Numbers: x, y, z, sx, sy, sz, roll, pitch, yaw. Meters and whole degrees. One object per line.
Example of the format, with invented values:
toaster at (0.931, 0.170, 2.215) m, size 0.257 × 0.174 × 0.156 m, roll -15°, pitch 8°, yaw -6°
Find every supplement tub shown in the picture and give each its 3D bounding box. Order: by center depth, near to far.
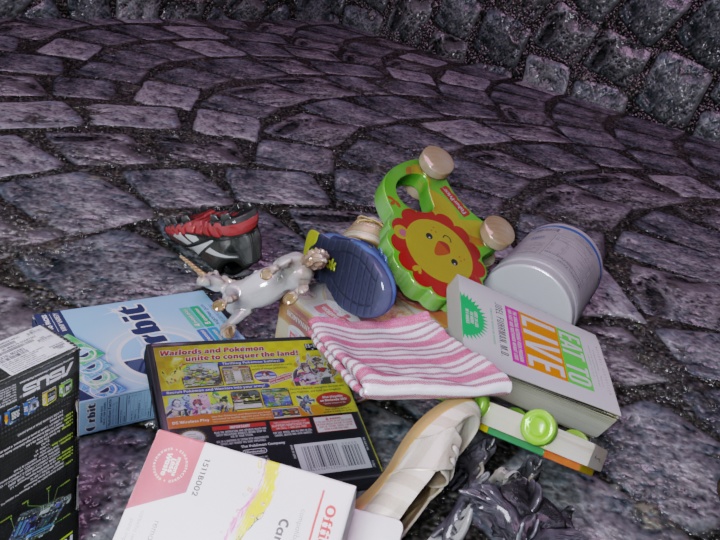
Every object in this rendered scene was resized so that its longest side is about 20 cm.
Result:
supplement tub at (0.252, 0.021, 1.061) m, size 0.131 × 0.133 × 0.200 m, roll 21°, pitch 28°, yaw 21°

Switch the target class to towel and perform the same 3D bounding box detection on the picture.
towel at (0.039, 0.080, 0.756) m, size 0.145 × 0.030 × 0.200 m, roll 0°, pitch 13°, yaw -19°

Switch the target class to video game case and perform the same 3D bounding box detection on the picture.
video game case at (-0.096, 0.140, 0.744) m, size 0.199 × 0.026 × 0.181 m, roll 0°, pitch 43°, yaw -26°

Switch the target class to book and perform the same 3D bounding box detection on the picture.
book at (0.190, 0.094, 0.873) m, size 0.199 × 0.048 × 0.134 m, roll 22°, pitch 40°, yaw -16°

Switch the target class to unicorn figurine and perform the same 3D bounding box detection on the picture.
unicorn figurine at (-0.122, 0.019, 0.866) m, size 0.198 × 0.074 × 0.137 m, roll -10°, pitch 15°, yaw 8°

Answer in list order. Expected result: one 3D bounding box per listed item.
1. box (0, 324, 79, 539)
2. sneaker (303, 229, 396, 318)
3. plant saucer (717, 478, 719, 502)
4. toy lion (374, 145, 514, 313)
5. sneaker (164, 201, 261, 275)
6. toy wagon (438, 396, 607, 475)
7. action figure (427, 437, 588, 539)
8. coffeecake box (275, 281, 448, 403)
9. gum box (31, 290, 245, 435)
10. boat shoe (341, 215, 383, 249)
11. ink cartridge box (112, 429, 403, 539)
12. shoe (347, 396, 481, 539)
box at (-0.275, 0.158, 0.500) m, size 0.047 × 0.194 × 0.200 m, roll 25°, pitch 30°, yaw 24°
sneaker at (0.000, 0.000, 0.882) m, size 0.082 × 0.074 × 0.200 m, roll 11°, pitch 13°, yaw -28°
plant saucer at (0.408, 0.236, 0.661) m, size 0.199 × 0.200 × 0.030 m, roll 23°, pitch 68°, yaw 24°
toy lion at (0.089, -0.046, 0.967) m, size 0.191 × 0.069 × 0.200 m, roll -27°, pitch 73°, yaw -41°
sneaker at (-0.207, -0.041, 1.081) m, size 0.200 × 0.099 × 0.071 m, roll 3°, pitch 27°, yaw 45°
toy wagon at (0.145, 0.151, 0.778) m, size 0.199 × 0.040 × 0.155 m, roll 17°, pitch -9°, yaw 32°
action figure at (0.123, 0.213, 0.646) m, size 0.118 × 0.103 × 0.200 m, roll 22°, pitch 5°, yaw 3°
coffeecake box at (0.022, 0.069, 0.937) m, size 0.199 × 0.074 × 0.153 m, roll -13°, pitch 35°, yaw -39°
gum box at (-0.229, 0.091, 0.828) m, size 0.199 × 0.045 × 0.170 m, roll -8°, pitch 31°, yaw -35°
boat shoe at (0.006, -0.041, 1.046) m, size 0.073 × 0.070 × 0.200 m, roll 19°, pitch -12°, yaw 0°
ink cartridge box at (-0.073, 0.206, 0.568) m, size 0.198 × 0.068 × 0.117 m, roll 14°, pitch 60°, yaw 6°
shoe at (0.045, 0.189, 0.659) m, size 0.053 × 0.070 × 0.200 m, roll 31°, pitch 61°, yaw 34°
